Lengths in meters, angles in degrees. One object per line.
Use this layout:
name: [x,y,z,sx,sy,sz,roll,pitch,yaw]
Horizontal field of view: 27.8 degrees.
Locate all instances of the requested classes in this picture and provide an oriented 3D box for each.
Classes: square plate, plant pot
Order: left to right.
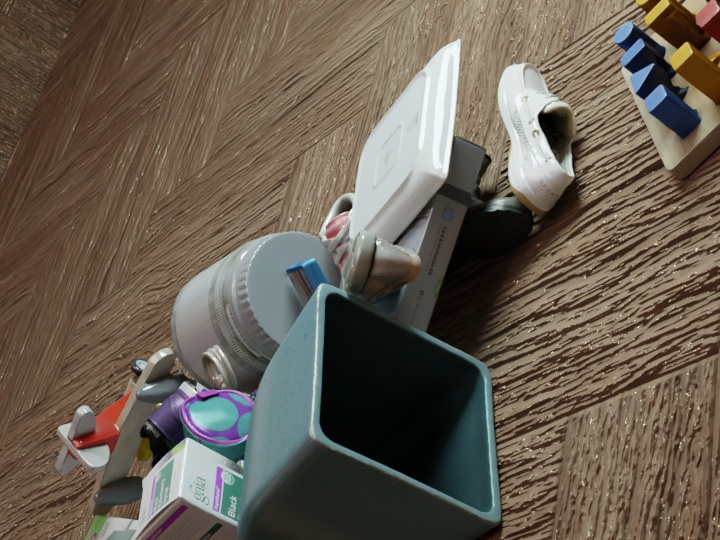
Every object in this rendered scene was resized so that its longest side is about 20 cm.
plant pot: [-0.011,0.174,1.332,0.200,0.195,0.197,-49,25,34]
square plate: [0.039,-0.115,1.499,0.198,0.028,0.201,-50,25,47]

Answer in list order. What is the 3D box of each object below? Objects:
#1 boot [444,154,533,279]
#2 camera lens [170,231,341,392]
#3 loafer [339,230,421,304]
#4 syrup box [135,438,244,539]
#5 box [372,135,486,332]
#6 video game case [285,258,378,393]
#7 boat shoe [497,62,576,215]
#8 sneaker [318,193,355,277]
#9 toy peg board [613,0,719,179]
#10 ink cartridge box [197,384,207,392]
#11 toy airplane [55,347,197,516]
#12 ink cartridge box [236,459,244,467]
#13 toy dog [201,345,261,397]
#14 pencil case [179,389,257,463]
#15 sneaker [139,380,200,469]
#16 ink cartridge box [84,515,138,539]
boot: [0.113,-0.074,1.522,0.200,0.068,0.131,-26,41,53]
camera lens: [-0.115,0.053,1.682,0.200,0.160,0.160,-28,37,54]
loafer: [0.017,0.003,1.380,0.200,0.063,0.072,133,150,-85]
syrup box: [-0.112,0.252,1.401,0.081,0.200,0.079,-44,27,28]
box: [0.051,-0.030,1.475,0.156,0.041,0.201,-9,60,70]
video game case: [-0.030,0.056,1.498,0.018,0.143,0.200,-28,2,-7]
boat shoe: [0.188,-0.146,1.474,0.069,0.071,0.200,-37,39,33]
sneaker: [0.000,0.000,1.591,0.075,0.105,0.201,-31,42,33]
toy peg board: [0.303,-0.224,1.309,0.199,0.098,0.200,-46,26,24]
ink cartridge box: [-0.183,0.200,1.800,0.095,0.037,0.200,-62,22,-8]
toy airplane: [-0.270,0.200,1.758,0.199,0.141,0.200,-54,-11,-18]
ink cartridge box: [-0.136,0.285,1.504,0.200,0.119,0.042,-43,33,28]
toy dog: [-0.084,0.160,1.580,0.200,0.096,0.132,42,142,37]
pencil case: [-0.143,0.215,1.528,0.093,0.085,0.201,-114,21,-47]
sneaker: [-0.189,0.207,1.608,0.087,0.200,0.076,-39,50,-16]
ink cartridge box: [-0.270,0.371,1.700,0.200,0.084,0.146,-12,50,58]
